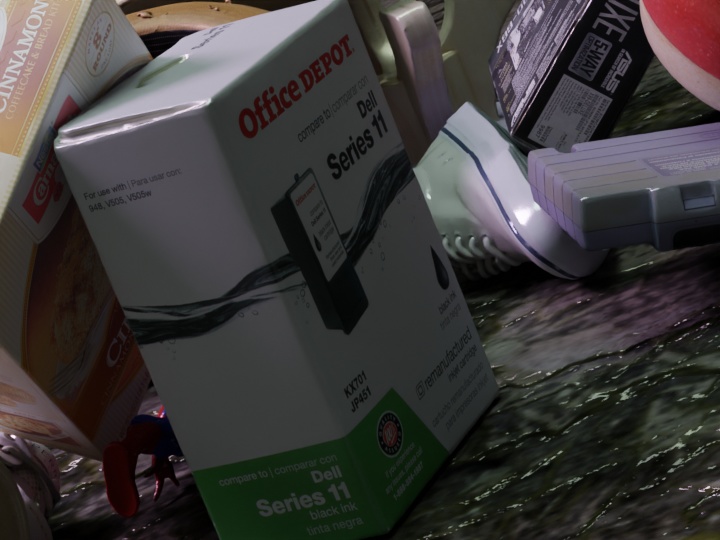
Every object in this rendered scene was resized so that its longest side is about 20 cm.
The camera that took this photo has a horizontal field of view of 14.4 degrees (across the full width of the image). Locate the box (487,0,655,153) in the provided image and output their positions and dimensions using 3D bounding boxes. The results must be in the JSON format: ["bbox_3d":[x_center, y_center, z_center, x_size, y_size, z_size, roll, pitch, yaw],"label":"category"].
[{"bbox_3d":[0.139,-0.165,1.519,0.200,0.050,0.158,-61,10,15],"label":"box"}]

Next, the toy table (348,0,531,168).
[{"bbox_3d":[0.033,-0.107,1.686,0.184,0.117,0.200,-28,14,-19],"label":"toy table"}]

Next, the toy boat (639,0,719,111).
[{"bbox_3d":[0.227,-0.149,1.315,0.200,0.131,0.131,-9,42,-5],"label":"toy boat"}]

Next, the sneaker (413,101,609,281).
[{"bbox_3d":[0.072,-0.024,1.452,0.071,0.073,0.200,-52,17,7],"label":"sneaker"}]

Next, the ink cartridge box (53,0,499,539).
[{"bbox_3d":[-0.032,0.001,1.216,0.083,0.200,0.147,-14,17,29],"label":"ink cartridge box"}]

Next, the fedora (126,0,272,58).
[{"bbox_3d":[-0.097,-0.059,1.464,0.201,0.082,0.201,-10,38,8],"label":"fedora"}]

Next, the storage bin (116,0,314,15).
[{"bbox_3d":[-0.106,-0.186,1.670,0.199,0.094,0.200,-32,-14,-11],"label":"storage bin"}]

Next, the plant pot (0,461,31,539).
[{"bbox_3d":[-0.249,0.123,1.210,0.200,0.187,0.187,-1,22,22],"label":"plant pot"}]

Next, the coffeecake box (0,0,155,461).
[{"bbox_3d":[-0.140,-0.024,1.250,0.073,0.200,0.154,14,72,20],"label":"coffeecake box"}]

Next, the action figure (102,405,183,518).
[{"bbox_3d":[-0.070,0.072,1.330,0.065,0.052,0.200,-14,11,13],"label":"action figure"}]

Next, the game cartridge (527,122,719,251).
[{"bbox_3d":[0.186,-0.044,1.305,0.200,0.038,0.130,-9,17,-5],"label":"game cartridge"}]

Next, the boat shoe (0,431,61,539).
[{"bbox_3d":[-0.174,0.101,1.337,0.069,0.071,0.200,-30,14,-18],"label":"boat shoe"}]
